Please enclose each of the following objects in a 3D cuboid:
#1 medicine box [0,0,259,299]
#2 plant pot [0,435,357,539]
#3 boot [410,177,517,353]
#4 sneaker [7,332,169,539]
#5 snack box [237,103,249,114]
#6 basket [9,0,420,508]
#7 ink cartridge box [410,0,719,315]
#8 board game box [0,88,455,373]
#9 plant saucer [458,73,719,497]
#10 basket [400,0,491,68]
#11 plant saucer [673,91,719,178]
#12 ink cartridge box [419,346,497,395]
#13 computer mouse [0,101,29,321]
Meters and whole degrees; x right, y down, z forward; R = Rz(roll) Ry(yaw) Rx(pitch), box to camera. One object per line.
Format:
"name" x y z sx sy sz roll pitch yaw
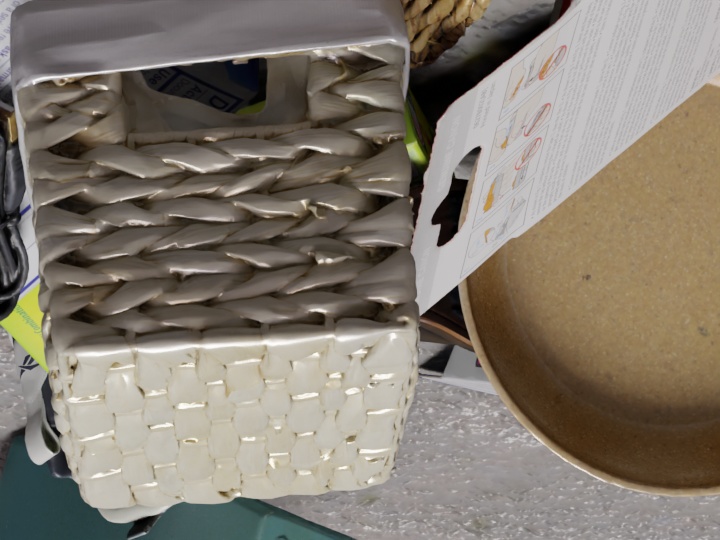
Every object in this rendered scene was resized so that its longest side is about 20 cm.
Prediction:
"medicine box" -0.169 -0.093 1.102 0.199 0.103 0.182 26 133 -33
"plant pot" -0.085 0.172 1.466 0.141 0.142 0.199 26 161 -36
"boot" 0.000 0.000 1.227 0.097 0.075 0.200 -5 172 37
"sneaker" -0.080 0.076 1.381 0.199 0.130 0.079 24 142 -35
"snack box" -0.152 -0.075 1.232 0.199 0.024 0.072 11 146 -18
"basket" -0.049 -0.002 1.010 0.135 0.124 0.200 -4 159 -4
"ink cartridge box" 0.076 -0.083 1.087 0.200 0.050 0.161 -37 159 -24
"board game box" -0.061 -0.019 1.259 0.199 0.048 0.102 -20 152 8
"plant saucer" 0.135 -0.006 1.221 0.199 0.202 0.035 5 -179 -9
"basket" -0.018 -0.164 0.975 0.148 0.143 0.200 8 147 -16
"plant saucer" 0.160 -0.013 1.322 0.199 0.031 0.200 0 149 0
"ink cartridge box" 0.109 0.051 1.389 0.094 0.037 0.200 13 174 -22
"computer mouse" -0.222 -0.024 1.066 0.199 0.044 0.110 2 142 -6
